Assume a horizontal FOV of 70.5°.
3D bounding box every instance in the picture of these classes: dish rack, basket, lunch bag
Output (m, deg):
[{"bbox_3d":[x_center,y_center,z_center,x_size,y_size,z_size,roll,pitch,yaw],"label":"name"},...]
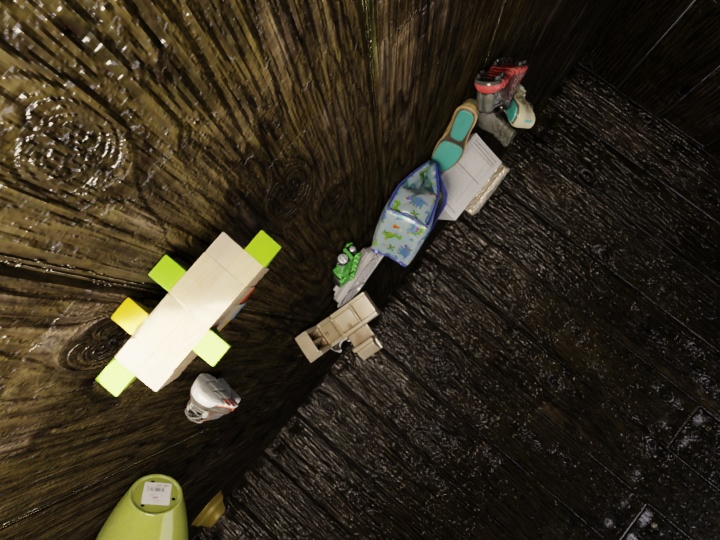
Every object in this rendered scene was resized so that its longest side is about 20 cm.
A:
[{"bbox_3d":[0.000,0.000,1.388,0.201,0.043,0.172,-54,171,19],"label":"dish rack"},{"bbox_3d":[0.371,-0.308,1.671,0.201,0.160,0.198,-56,170,19],"label":"basket"},{"bbox_3d":[0.121,-0.139,1.204,0.170,0.127,0.201,114,1,-54],"label":"lunch bag"}]

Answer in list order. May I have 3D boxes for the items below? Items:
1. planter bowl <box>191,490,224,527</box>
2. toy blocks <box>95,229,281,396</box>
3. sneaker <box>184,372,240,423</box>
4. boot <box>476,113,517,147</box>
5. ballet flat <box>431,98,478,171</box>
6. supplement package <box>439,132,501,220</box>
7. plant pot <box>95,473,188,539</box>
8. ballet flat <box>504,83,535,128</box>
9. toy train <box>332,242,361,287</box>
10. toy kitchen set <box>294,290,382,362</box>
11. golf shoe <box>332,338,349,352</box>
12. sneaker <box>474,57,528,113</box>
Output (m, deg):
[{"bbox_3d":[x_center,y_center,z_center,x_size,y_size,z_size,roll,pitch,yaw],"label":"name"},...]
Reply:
[{"bbox_3d":[-0.729,1.195,2.509,0.201,0.083,0.200,-50,173,-9],"label":"planter bowl"},{"bbox_3d":[-0.163,0.038,0.535,0.200,0.100,0.137,-50,-176,-4],"label":"toy blocks"},{"bbox_3d":[-0.261,0.233,0.872,0.082,0.077,0.200,-43,170,-12],"label":"sneaker"},{"bbox_3d":[0.351,-0.386,1.307,0.068,0.130,0.200,-52,172,8],"label":"boot"},{"bbox_3d":[0.225,-0.312,1.184,0.063,0.068,0.200,-62,-179,-34],"label":"ballet flat"},{"bbox_3d":[0.251,-0.244,1.338,0.200,0.114,0.109,-50,-162,-5],"label":"supplement package"},{"bbox_3d":[-0.402,0.489,0.952,0.187,0.186,0.201,-33,146,-66],"label":"plant pot"},{"bbox_3d":[0.361,-0.397,1.191,0.070,0.069,0.201,122,-26,-44],"label":"ballet flat"},{"bbox_3d":[-0.036,-0.008,1.175,0.056,0.042,0.200,-38,169,-15],"label":"toy train"},{"bbox_3d":[-0.035,0.187,1.420,0.199,0.164,0.180,-36,175,11],"label":"toy kitchen set"},{"bbox_3d":[-0.048,0.215,1.899,0.201,0.094,0.078,-53,171,1],"label":"golf shoe"},{"bbox_3d":[0.309,-0.405,1.122,0.200,0.070,0.099,-43,140,-38],"label":"sneaker"}]
